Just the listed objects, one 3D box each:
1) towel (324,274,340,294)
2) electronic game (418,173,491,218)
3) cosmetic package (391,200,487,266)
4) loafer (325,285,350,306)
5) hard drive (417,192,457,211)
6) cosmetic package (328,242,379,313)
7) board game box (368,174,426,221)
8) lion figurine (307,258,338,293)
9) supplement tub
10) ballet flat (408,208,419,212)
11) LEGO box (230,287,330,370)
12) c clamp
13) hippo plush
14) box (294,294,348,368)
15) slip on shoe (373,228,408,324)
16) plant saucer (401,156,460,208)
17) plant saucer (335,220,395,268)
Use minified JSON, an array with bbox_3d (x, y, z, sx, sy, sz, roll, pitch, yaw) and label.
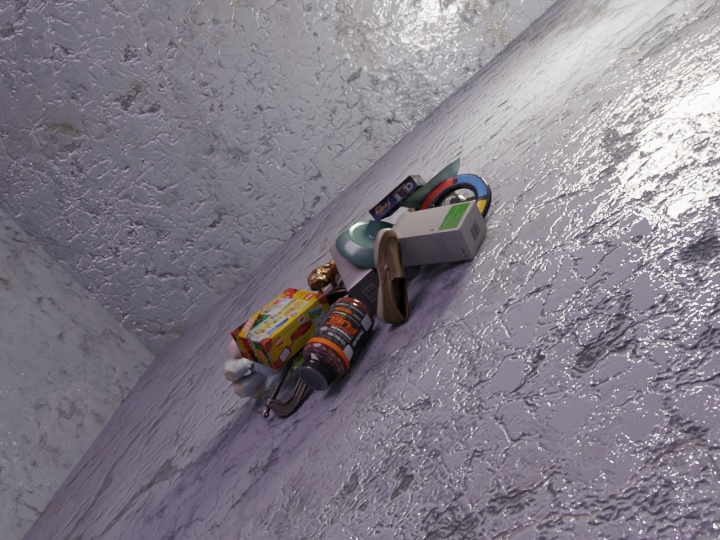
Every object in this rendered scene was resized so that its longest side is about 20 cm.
[{"bbox_3d":[-0.057,-0.024,1.762,0.201,0.030,0.147,-66,2,-45],"label":"towel"},{"bbox_3d":[0.220,-0.148,1.356,0.198,0.042,0.202,-25,45,27],"label":"electronic game"},{"bbox_3d":[0.164,-0.077,1.250,0.198,0.085,0.108,-6,37,39],"label":"cosmetic package"},{"bbox_3d":[-0.066,0.076,1.550,0.199,0.073,0.071,-25,23,51],"label":"loafer"},{"bbox_3d":[0.178,-0.115,1.438,0.199,0.033,0.140,-40,34,11],"label":"hard drive"},{"bbox_3d":[0.000,0.000,1.408,0.090,0.107,0.201,-40,34,7],"label":"cosmetic package"},{"bbox_3d":[0.099,-0.188,1.457,0.135,0.035,0.200,-40,-1,16],"label":"board game box"},{"bbox_3d":[-0.064,-0.012,1.578,0.200,0.072,0.123,-48,-22,-8],"label":"lion figurine"},{"bbox_3d":[-0.054,0.159,1.218,0.106,0.107,0.201,-27,22,46],"label":"supplement tub"},{"bbox_3d":[0.176,-0.157,1.597,0.201,0.069,0.066,-101,20,-68],"label":"ballet flat"},{"bbox_3d":[-0.186,0.134,1.362,0.147,0.078,0.199,6,36,46],"label":"LEGO box"},{"bbox_3d":[-0.172,0.255,1.316,0.170,0.027,0.202,8,66,56],"label":"c clamp"},{"bbox_3d":[-0.234,0.250,1.461,0.159,0.163,0.199,-7,-9,37],"label":"hippo plush"},{"bbox_3d":[-0.081,0.156,1.414,0.121,0.048,0.201,-34,18,33],"label":"box"},{"bbox_3d":[0.071,0.011,1.204,0.060,0.075,0.204,-6,79,48],"label":"slip on shoe"},{"bbox_3d":[0.197,-0.221,1.509,0.200,0.039,0.201,-40,-2,-1],"label":"plant saucer"},{"bbox_3d":[0.038,-0.074,1.376,0.201,0.196,0.036,-64,-17,-55],"label":"plant saucer"}]
